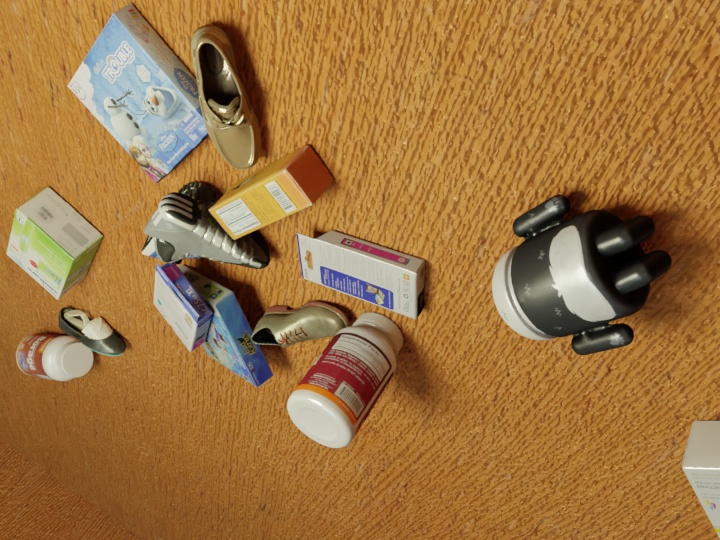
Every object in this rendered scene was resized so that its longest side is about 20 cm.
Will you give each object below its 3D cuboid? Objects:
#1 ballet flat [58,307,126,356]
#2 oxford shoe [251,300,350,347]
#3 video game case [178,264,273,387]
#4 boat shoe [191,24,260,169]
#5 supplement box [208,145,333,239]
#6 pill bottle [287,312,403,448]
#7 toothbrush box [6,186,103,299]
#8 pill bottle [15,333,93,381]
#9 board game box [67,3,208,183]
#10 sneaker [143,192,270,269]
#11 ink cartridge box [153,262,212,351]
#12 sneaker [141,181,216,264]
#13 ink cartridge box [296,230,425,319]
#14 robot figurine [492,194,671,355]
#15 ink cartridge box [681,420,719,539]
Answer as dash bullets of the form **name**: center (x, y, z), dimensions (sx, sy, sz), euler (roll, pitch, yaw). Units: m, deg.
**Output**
- **ballet flat**: center (-0.625, 0.136, 1.651), dimensions (0.199, 0.068, 0.069), euler (18, 128, 23)
- **oxford shoe**: center (-0.102, 0.102, 1.207), dimensions (0.199, 0.075, 0.071), euler (-10, 121, 43)
- **video game case**: center (-0.258, 0.101, 1.312), dimensions (0.181, 0.045, 0.201), euler (23, 141, 46)
- **boat shoe**: center (-0.182, -0.217, 0.953), dimensions (0.071, 0.065, 0.201), euler (-15, 124, 1)
- **supplement box**: center (-0.133, -0.109, 1.038), dimensions (0.200, 0.067, 0.069), euler (-15, 121, 45)
- **pill bottle**: center (-0.016, 0.161, 1.098), dimensions (0.113, 0.200, 0.113), euler (21, 138, 20)
- **toothbrush box**: center (-0.622, -0.051, 1.453), dimensions (0.146, 0.086, 0.200), euler (43, 142, -5)
- **pill bottle**: center (-0.760, 0.216, 1.792), dimensions (0.199, 0.112, 0.113), euler (-1, 127, 37)
- **board game box**: center (-0.320, -0.252, 1.063), dimensions (0.199, 0.043, 0.200), euler (50, 139, -12)
- **sneaker**: center (-0.248, -0.040, 1.133), dimensions (0.200, 0.075, 0.115), euler (31, 128, -30)
- **ink cartridge box**: center (-0.311, 0.060, 1.252), dimensions (0.119, 0.042, 0.200), euler (51, 155, 8)
- **sneaker**: center (-0.285, -0.073, 1.195), dimensions (0.089, 0.079, 0.200), euler (28, 139, -24)
- **ink cartridge box**: center (0.000, 0.000, 1.064), dimensions (0.199, 0.037, 0.095), euler (17, 137, 20)
- **robot figurine**: center (0.244, 0.006, 0.817), dimensions (0.124, 0.151, 0.200), euler (23, 148, -29)
- **ink cartridge box**: center (0.516, 0.286, 0.901), dimensions (0.147, 0.086, 0.200), euler (-14, 117, 44)
